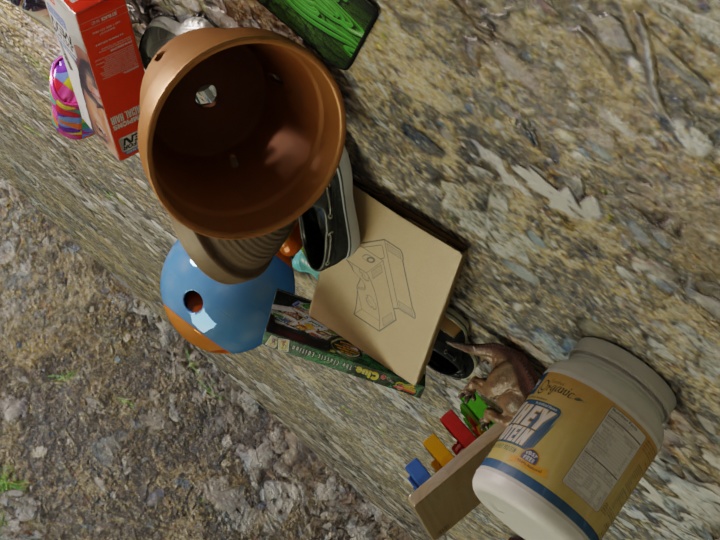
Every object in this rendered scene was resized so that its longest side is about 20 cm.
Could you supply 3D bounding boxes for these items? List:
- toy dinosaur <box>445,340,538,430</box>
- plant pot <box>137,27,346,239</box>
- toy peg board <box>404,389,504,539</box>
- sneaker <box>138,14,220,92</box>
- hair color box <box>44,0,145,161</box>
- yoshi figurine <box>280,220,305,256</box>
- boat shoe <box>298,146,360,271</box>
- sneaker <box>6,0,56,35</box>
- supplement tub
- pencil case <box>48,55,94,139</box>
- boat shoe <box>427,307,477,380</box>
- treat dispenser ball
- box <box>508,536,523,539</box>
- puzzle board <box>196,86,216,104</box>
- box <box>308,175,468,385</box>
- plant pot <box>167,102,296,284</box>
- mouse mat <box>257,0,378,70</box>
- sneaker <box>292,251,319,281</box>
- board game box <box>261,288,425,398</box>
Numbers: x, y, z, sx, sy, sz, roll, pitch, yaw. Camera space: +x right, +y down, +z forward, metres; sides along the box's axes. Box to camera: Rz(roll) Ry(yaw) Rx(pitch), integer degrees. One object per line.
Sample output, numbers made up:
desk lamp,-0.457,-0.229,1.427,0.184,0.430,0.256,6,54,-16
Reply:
toy dinosaur,0.196,0.147,1.485,0.201,0.086,0.135,56,153,-3
plant pot,-0.131,-0.149,1.181,0.200,0.200,0.140,49,177,-37
toy peg board,0.142,0.278,1.805,0.098,0.199,0.200,48,172,28
sneaker,-0.202,-0.226,1.310,0.074,0.080,0.200,43,166,-25
hair color box,-0.291,-0.237,1.367,0.111,0.064,0.201,45,155,39
yoshi figurine,0.001,0.004,1.463,0.200,0.112,0.112,38,159,-12
boat shoe,-0.046,-0.085,1.297,0.068,0.057,0.201,23,139,40
sneaker,-0.374,-0.321,1.449,0.200,0.077,0.085,43,169,-14
supplement tub,0.226,0.186,1.272,0.144,0.201,0.145,35,165,11
pencil case,-0.400,-0.248,1.728,0.088,0.089,0.200,40,164,-6
boat shoe,0.110,0.106,1.595,0.074,0.062,0.200,31,165,18
treat dispenser ball,-0.196,0.023,1.801,0.200,0.201,0.201,35,165,11
box,0.350,0.663,2.494,0.166,0.165,0.200,38,166,1
puzzle board,-0.137,-0.162,1.468,0.150,0.017,0.200,33,164,21
box,0.026,0.013,1.377,0.163,0.021,0.201,32,131,19
plant pot,-0.125,-0.091,1.338,0.092,0.202,0.201,-12,139,25
mouse mat,-0.075,-0.258,1.046,0.200,0.008,0.161,38,166,-3
sneaker,-0.005,0.031,1.575,0.200,0.080,0.078,46,-163,-11
board game box,-0.016,0.086,1.455,0.198,0.024,0.105,20,-154,-5
